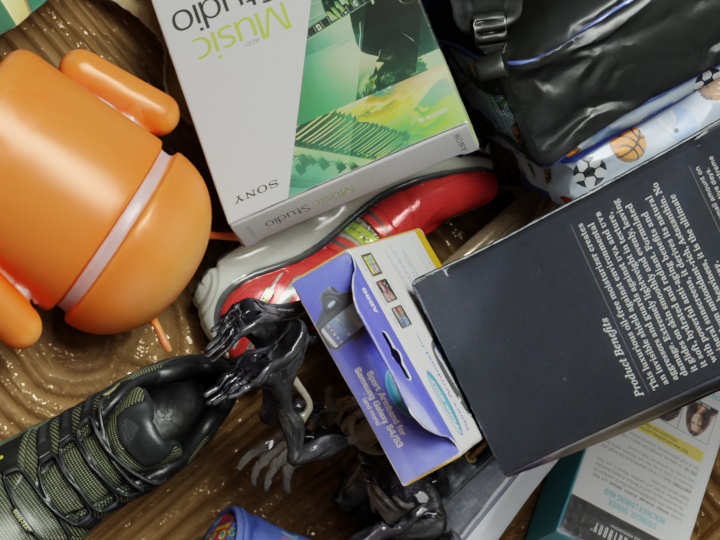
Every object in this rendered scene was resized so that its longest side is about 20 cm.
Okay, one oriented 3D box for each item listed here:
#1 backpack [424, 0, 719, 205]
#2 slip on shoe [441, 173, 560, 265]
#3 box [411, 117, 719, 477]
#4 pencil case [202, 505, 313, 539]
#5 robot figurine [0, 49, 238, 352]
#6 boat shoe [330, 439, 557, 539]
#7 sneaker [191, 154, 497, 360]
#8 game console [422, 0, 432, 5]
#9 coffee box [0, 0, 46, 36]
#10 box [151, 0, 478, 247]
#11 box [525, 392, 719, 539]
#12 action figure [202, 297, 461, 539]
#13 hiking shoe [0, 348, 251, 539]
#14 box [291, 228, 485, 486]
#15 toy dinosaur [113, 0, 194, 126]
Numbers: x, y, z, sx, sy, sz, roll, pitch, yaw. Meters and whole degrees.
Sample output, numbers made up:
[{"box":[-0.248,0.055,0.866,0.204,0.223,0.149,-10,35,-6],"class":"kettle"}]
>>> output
[{"box":[0.129,-0.134,1.483,0.200,0.190,0.154,-26,118,-14],"class":"backpack"},{"box":[0.106,-0.037,1.550,0.061,0.076,0.200,34,68,4],"class":"slip on shoe"},{"box":[0.170,0.005,1.366,0.200,0.198,0.123,-15,80,-61],"class":"box"},{"box":[-0.004,0.205,1.409,0.200,0.078,0.087,26,48,-12],"class":"pencil case"},{"box":[-0.167,-0.040,1.406,0.200,0.117,0.144,34,30,-9],"class":"robot figurine"},{"box":[0.070,0.085,1.485,0.091,0.071,0.200,41,65,-7],"class":"boat shoe"},{"box":[0.000,0.000,1.489,0.200,0.077,0.085,-28,82,-18],"class":"sneaker"},{"box":[0.058,-0.189,1.609,0.200,0.118,0.171,-10,107,-25],"class":"game console"},{"box":[-0.197,-0.208,1.421,0.123,0.044,0.200,59,26,-13],"class":"coffee box"},{"box":[-0.033,-0.128,1.439,0.144,0.036,0.200,-23,65,5],"class":"box"},{"box":[0.171,0.091,1.541,0.082,0.049,0.200,28,63,-12],"class":"box"},{"box":[-0.016,0.108,1.360,0.102,0.119,0.200,-32,119,5],"class":"action figure"},{"box":[-0.145,0.099,1.373,0.200,0.101,0.076,-38,88,-30],"class":"hiking shoe"},{"box":[0.025,0.043,1.353,0.041,0.200,0.119,-30,87,16],"class":"box"},{"box":[-0.084,-0.131,1.505,0.200,0.058,0.101,46,62,-3],"class":"toy dinosaur"}]
